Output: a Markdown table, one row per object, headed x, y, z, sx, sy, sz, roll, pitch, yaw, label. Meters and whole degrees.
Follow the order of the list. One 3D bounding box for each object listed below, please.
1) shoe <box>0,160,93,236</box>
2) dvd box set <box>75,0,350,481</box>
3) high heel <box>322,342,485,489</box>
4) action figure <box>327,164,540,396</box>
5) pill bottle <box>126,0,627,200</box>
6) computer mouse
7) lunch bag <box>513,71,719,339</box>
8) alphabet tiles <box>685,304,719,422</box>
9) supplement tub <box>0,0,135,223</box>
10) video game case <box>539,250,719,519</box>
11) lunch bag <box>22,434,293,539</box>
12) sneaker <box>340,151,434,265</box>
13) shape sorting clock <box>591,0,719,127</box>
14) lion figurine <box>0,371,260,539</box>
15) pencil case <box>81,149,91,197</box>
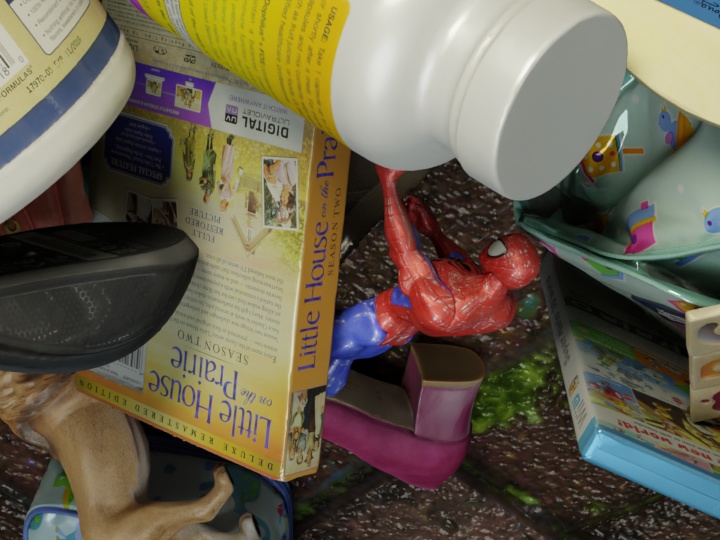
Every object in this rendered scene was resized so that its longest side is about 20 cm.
| x | y | z | sx | sy | sz | roll | pitch | yaw | label |
| --- | --- | --- | --- | --- | --- | --- | --- | --- | --- |
| -0.188 | -0.093 | 0.805 | 0.071 | 0.090 | 0.202 | 12 | 121 | 64 | shoe |
| -0.068 | -0.022 | 0.808 | 0.146 | 0.029 | 0.202 | 17 | 108 | 40 | dvd box set |
| -0.034 | 0.079 | 0.976 | 0.198 | 0.068 | 0.096 | 2 | 129 | -18 | high heel |
| 0.000 | 0.000 | 0.812 | 0.065 | 0.100 | 0.199 | -1 | 166 | -45 | action figure |
| -0.001 | -0.105 | 0.666 | 0.200 | 0.104 | 0.105 | 35 | 146 | 30 | pill bottle |
| -0.158 | 0.019 | 0.743 | 0.138 | 0.199 | 0.053 | 15 | 110 | 53 | computer mouse |
| 0.185 | -0.024 | 0.762 | 0.199 | 0.123 | 0.170 | -21 | 150 | 31 | lunch bag |
| 0.231 | 0.021 | 0.727 | 0.198 | 0.006 | 0.167 | -12 | 151 | 5 | alphabet tiles |
| -0.195 | -0.114 | 0.678 | 0.144 | 0.145 | 0.201 | -20 | 117 | 31 | supplement tub |
| 0.156 | 0.060 | 0.833 | 0.142 | 0.200 | 0.018 | 24 | 111 | -10 | video game case |
| -0.117 | 0.189 | 1.113 | 0.159 | 0.083 | 0.201 | 8 | 136 | 9 | lunch bag |
| -0.028 | -0.040 | 0.880 | 0.075 | 0.071 | 0.200 | 38 | 125 | -7 | sneaker |
| 0.165 | -0.145 | 0.651 | 0.198 | 0.202 | 0.039 | 8 | 174 | 7 | shape sorting clock |
| -0.139 | 0.102 | 0.991 | 0.122 | 0.201 | 0.072 | -23 | 172 | -1 | lion figurine |
| -0.199 | -0.057 | 0.883 | 0.199 | 0.085 | 0.092 | 35 | 113 | -19 | pencil case |
